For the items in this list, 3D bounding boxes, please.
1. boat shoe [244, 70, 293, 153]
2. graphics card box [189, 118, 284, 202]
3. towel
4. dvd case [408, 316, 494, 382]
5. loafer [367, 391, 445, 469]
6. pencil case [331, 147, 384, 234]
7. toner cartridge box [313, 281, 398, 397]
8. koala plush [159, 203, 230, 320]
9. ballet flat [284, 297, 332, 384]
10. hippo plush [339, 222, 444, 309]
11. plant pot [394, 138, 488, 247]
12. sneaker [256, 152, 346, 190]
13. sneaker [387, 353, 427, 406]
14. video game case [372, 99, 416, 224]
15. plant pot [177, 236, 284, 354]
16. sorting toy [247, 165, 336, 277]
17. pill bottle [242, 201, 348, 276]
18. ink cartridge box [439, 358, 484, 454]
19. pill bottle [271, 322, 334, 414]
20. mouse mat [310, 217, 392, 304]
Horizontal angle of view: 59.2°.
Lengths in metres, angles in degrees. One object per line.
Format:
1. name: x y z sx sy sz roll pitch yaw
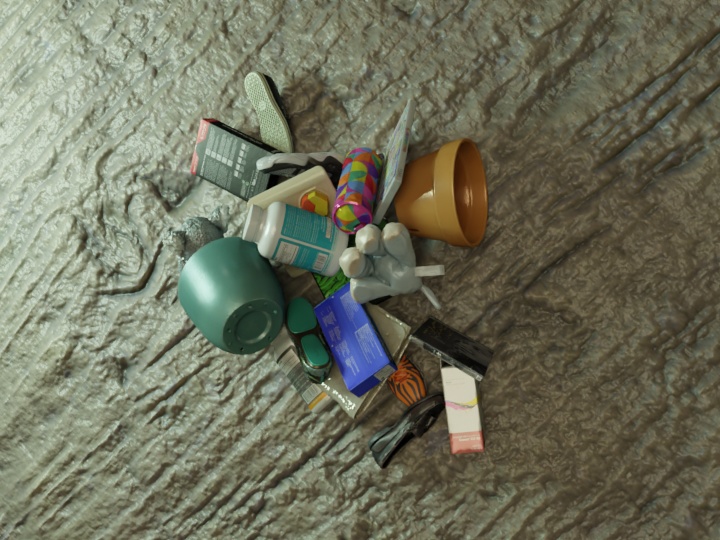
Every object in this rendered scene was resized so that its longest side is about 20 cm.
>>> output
1. boat shoe: -0.188 -0.333 1.379 0.073 0.062 0.205 -17 99 29
2. graphics card box: -0.270 -0.235 1.386 0.196 0.051 0.128 26 112 15
3. towel: 0.005 0.166 1.216 0.131 0.034 0.202 31 81 40
4. dvd case: 0.178 0.143 1.202 0.146 0.200 0.016 29 102 13
5. loafer: 0.102 0.324 1.276 0.199 0.071 0.064 -40 47 17
6. pencil case: -0.002 -0.161 1.256 0.086 0.203 0.090 7 134 7
7. toner cartridge box: -0.012 0.127 1.199 0.094 0.043 0.202 -34 51 8
8. koala plush: -0.323 -0.035 1.316 0.174 0.202 0.185 -27 55 -15
9. ballet flat: -0.104 0.139 1.227 0.074 0.074 0.202 -36 40 11
10. hippo plush: 0.058 -0.036 1.224 0.194 0.162 0.163 2 115 -1
11. plant pot: 0.154 -0.143 1.233 0.137 0.199 0.206 -3 87 30
12. sneaker: -0.117 -0.185 1.317 0.195 0.075 0.117 -6 102 -22
13. sneaker: 0.062 0.192 1.274 0.077 0.112 0.202 -34 81 9
14. video game case: 0.065 -0.210 1.232 0.018 0.144 0.204 17 59 -8
15. plant pot: -0.235 0.065 1.231 0.202 0.199 0.161 -51 46 7
16. sorting toy: -0.114 -0.093 1.315 0.181 0.037 0.202 -23 121 12
17. pill bottle: -0.128 -0.066 1.245 0.195 0.111 0.114 17 92 -16
18. ink cartridge box: 0.200 0.239 1.237 0.066 0.116 0.206 -8 87 12
19. pill bottle: -0.108 0.184 1.316 0.116 0.116 0.201 -40 79 9
20. mouse mat: 0.000 0.000 1.329 0.196 0.008 0.164 -26 98 12
